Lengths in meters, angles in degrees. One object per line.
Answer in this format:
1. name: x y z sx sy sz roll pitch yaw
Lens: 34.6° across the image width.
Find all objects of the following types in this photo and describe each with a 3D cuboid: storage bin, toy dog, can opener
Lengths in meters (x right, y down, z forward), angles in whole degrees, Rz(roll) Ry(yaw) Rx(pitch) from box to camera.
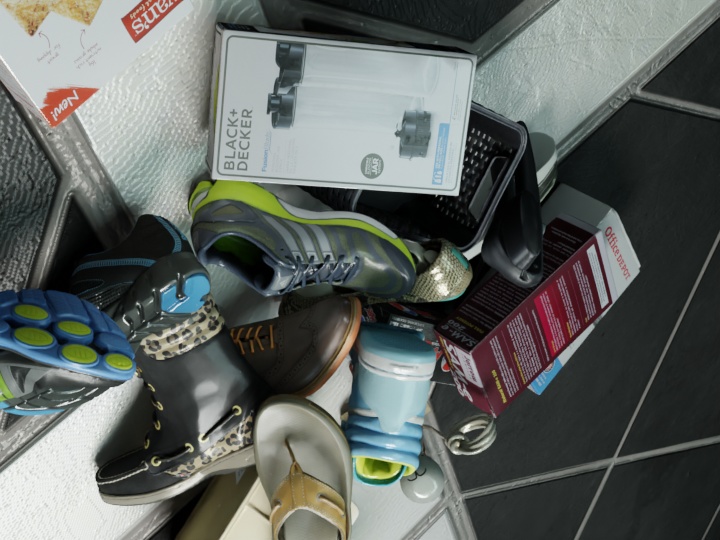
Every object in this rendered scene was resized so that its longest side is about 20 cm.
1. storage bin: -0.093 0.237 1.065 0.093 0.200 0.199 32 93 -10
2. toy dog: 0.031 0.152 1.176 0.132 0.200 0.097 -43 113 -20
3. can opener: 0.157 -0.072 1.145 0.063 0.201 0.079 25 137 -26
4. storage bin: 0.046 -0.106 1.056 0.200 0.094 0.136 12 107 -52

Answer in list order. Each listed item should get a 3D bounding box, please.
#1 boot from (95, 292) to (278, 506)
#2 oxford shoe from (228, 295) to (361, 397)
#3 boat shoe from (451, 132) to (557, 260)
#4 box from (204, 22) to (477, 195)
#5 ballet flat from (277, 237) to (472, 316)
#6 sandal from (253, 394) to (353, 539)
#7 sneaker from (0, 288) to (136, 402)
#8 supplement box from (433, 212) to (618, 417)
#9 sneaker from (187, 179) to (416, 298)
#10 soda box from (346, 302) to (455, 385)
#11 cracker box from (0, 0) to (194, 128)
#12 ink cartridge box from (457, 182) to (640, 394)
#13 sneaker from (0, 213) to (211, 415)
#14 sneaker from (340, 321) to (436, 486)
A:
1. boot: -0.167 0.111 0.984 0.151 0.199 0.073 62 24 -19
2. oxford shoe: -0.082 0.075 1.009 0.073 0.072 0.200 30 128 -34
3. boat shoe: 0.142 -0.060 1.216 0.200 0.071 0.064 -43 140 -20
4. box: -0.018 -0.124 0.905 0.199 0.060 0.117 4 106 -13
5. ballet flat: 0.000 0.000 1.034 0.075 0.199 0.068 54 37 -41
6. sandal: -0.045 0.199 0.933 0.054 0.080 0.201 -74 161 -81
7. sneaker: -0.262 0.063 0.827 0.198 0.071 0.083 0 133 -14
8. supplement box: 0.177 0.045 1.214 0.200 0.061 0.109 -41 133 -19
9. sneaker: -0.050 -0.008 0.951 0.199 0.081 0.074 15 132 -8
10. soda box: 0.052 0.073 1.211 0.200 0.071 0.064 17 100 -52
11. cracker box: -0.206 -0.207 0.732 0.134 0.058 0.200 -45 142 -14
12. ink cartridge box: 0.223 0.022 1.353 0.200 0.084 0.145 -49 141 -8
13. sneaker: -0.209 0.039 0.907 0.200 0.082 0.073 -36 150 5
14. sneaker: 0.014 0.115 1.015 0.200 0.079 0.131 -108 -153 -86
